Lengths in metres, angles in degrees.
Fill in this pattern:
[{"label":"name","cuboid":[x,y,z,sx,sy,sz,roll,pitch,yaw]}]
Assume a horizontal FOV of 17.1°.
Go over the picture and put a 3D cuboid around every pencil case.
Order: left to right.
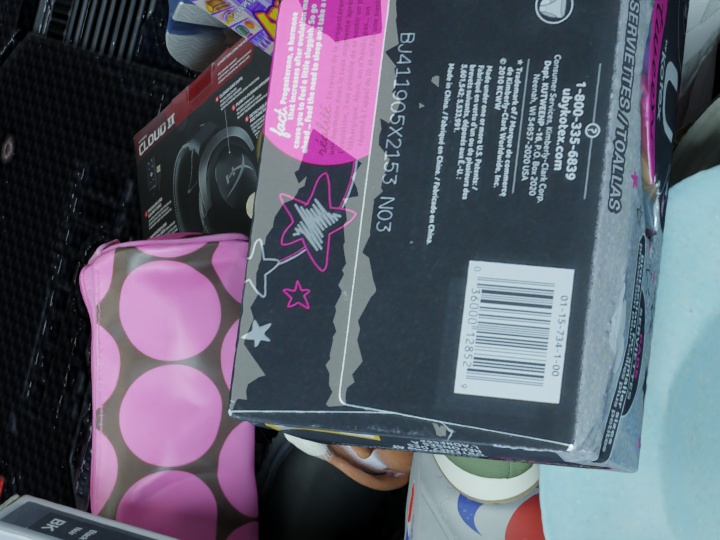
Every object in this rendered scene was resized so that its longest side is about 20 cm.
[{"label":"pencil case","cuboid":[-0.096,0.081,1.166,0.091,0.094,0.200,145,124,-76]}]

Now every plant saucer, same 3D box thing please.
[{"label":"plant saucer","cuboid":[0.141,0.061,0.868,0.201,0.039,0.201,-21,64,51]}]

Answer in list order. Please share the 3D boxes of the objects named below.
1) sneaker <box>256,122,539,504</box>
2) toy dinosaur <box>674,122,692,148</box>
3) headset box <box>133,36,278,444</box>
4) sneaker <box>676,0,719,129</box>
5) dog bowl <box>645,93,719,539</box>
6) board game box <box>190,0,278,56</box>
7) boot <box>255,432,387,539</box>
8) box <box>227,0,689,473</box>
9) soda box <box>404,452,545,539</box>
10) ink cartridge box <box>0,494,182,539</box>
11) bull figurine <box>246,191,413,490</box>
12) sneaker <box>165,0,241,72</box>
[{"label":"sneaker","cuboid":[0.020,-0.004,0.986,0.200,0.067,0.090,58,169,20]},{"label":"toy dinosaur","cuboid":[0.106,0.006,1.060,0.200,0.060,0.106,-43,41,52]},{"label":"headset box","cuboid":[-0.048,-0.030,1.270,0.149,0.077,0.200,-37,51,44]},{"label":"sneaker","cuboid":[0.118,-0.111,1.023,0.200,0.099,0.075,-59,46,37]},{"label":"dog bowl","cuboid":[0.188,0.019,0.911,0.200,0.074,0.200,-20,64,51]},{"label":"board game box","cuboid":[-0.019,-0.166,1.046,0.045,0.134,0.200,-62,11,-28]},{"label":"boot","cuboid":[-0.010,0.181,1.157,0.165,0.066,0.200,-54,37,45]},{"label":"box","cuboid":[0.042,-0.034,0.867,0.132,0.115,0.200,5,83,18]},{"label":"soda box","cuboid":[0.051,0.128,1.004,0.200,0.063,0.068,-85,2,-62]},{"label":"ink cartridge box","cuboid":[-0.074,0.212,1.088,0.200,0.043,0.198,11,120,27]},{"label":"bull figurine","cuboid":[0.000,0.000,1.111,0.065,0.121,0.200,-12,76,33]},{"label":"sneaker","cuboid":[-0.069,-0.223,1.355,0.200,0.080,0.115,-56,42,32]}]
